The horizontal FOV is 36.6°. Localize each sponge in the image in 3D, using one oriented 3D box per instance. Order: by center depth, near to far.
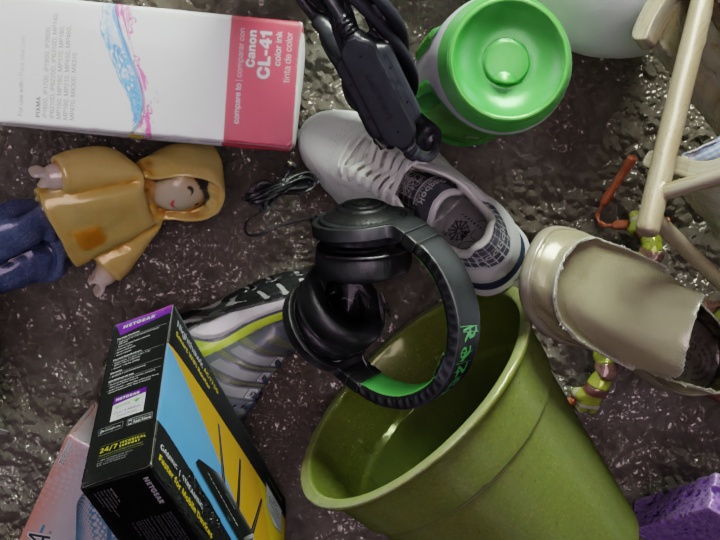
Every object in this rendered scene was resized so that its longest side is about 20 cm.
[{"bbox_3d":[0.310,0.217,0.800,0.199,0.112,0.030,29,62,-5],"label":"sponge"}]

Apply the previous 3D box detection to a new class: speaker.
[{"bbox_3d":[0.080,-0.127,0.718,0.087,0.200,0.090,0,94,-3],"label":"speaker"}]

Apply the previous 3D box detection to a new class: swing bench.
[{"bbox_3d":[0.272,-0.091,0.711,0.129,0.198,0.202,-16,59,34],"label":"swing bench"}]

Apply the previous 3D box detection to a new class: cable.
[{"bbox_3d":[-0.013,-0.164,0.674,0.051,0.164,0.201,-31,120,3],"label":"cable"}]

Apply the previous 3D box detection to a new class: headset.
[{"bbox_3d":[0.000,0.000,0.714,0.200,0.094,0.124,38,126,24],"label":"headset"}]

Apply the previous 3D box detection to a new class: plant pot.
[{"bbox_3d":[0.094,0.146,0.761,0.200,0.200,0.190,-43,108,1],"label":"plant pot"}]

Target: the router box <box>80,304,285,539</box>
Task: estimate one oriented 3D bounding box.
[{"bbox_3d":[-0.107,0.147,0.715,0.051,0.150,0.201,-18,125,8],"label":"router box"}]

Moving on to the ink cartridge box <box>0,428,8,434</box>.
[{"bbox_3d":[-0.318,0.069,0.731,0.115,0.200,0.068,-4,72,-3],"label":"ink cartridge box"}]

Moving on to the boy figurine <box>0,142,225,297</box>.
[{"bbox_3d":[-0.186,-0.032,0.766,0.198,0.065,0.125,-23,137,-16],"label":"boy figurine"}]

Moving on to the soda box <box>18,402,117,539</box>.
[{"bbox_3d":[-0.209,0.201,0.778,0.068,0.064,0.201,26,105,-4],"label":"soda box"}]

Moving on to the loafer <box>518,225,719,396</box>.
[{"bbox_3d":[0.182,0.028,0.701,0.199,0.068,0.076,25,79,-34],"label":"loafer"}]

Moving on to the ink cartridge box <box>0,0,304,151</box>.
[{"bbox_3d":[-0.138,-0.131,0.733,0.198,0.148,0.087,7,98,-4],"label":"ink cartridge box"}]

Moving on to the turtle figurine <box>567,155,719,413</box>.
[{"bbox_3d":[0.220,0.029,0.804,0.160,0.064,0.202,19,93,-4],"label":"turtle figurine"}]

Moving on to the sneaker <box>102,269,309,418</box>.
[{"bbox_3d":[-0.082,0.059,0.797,0.198,0.074,0.082,-20,106,4],"label":"sneaker"}]

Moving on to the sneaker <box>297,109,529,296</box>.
[{"bbox_3d":[0.029,-0.062,0.752,0.199,0.080,0.077,34,92,25],"label":"sneaker"}]

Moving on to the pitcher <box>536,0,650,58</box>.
[{"bbox_3d":[0.142,-0.253,0.761,0.199,0.121,0.173,28,84,8],"label":"pitcher"}]
